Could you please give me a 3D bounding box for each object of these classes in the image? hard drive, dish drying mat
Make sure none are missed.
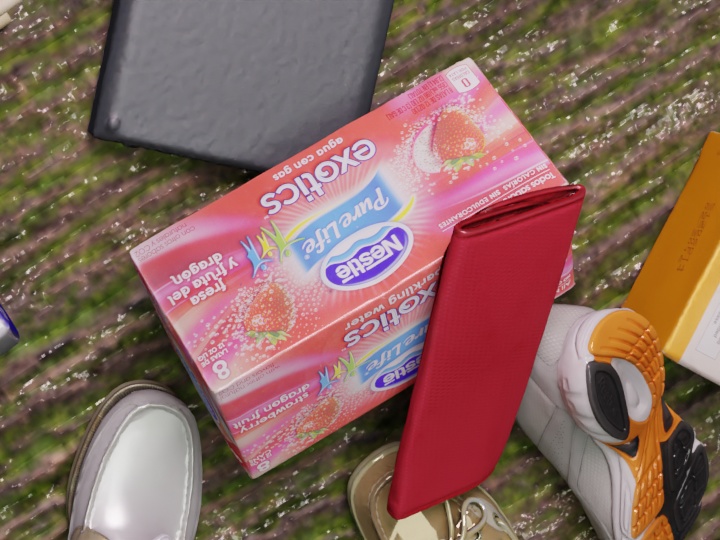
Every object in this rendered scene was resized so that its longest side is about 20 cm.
[{"bbox_3d":[-0.049,-0.152,0.914,0.138,0.033,0.202,11,97,-18],"label":"hard drive"},{"bbox_3d":[0.057,0.043,0.897,0.076,0.018,0.201,-18,139,-28],"label":"dish drying mat"}]

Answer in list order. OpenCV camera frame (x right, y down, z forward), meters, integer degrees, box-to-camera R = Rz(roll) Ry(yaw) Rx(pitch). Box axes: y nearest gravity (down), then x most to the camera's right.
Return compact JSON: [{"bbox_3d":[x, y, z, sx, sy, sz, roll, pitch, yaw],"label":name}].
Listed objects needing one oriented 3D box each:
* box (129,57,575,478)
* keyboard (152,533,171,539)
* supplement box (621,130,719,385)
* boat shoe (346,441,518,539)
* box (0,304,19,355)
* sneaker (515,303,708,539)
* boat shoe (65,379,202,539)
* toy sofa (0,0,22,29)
[{"bbox_3d":[0.000,0.000,0.904,0.199,0.095,0.103,-30,150,-9],"label":"box"},{"bbox_3d":[-0.088,0.227,0.929,0.056,0.011,0.202,-29,119,-19],"label":"keyboard"},{"bbox_3d":[0.258,0.024,1.013,0.199,0.073,0.127,27,91,-19],"label":"supplement box"},{"bbox_3d":[0.068,0.178,0.992,0.073,0.063,0.202,-36,108,-7],"label":"boat shoe"},{"bbox_3d":[-0.283,0.001,0.813,0.183,0.105,0.201,-35,92,-7],"label":"box"},{"bbox_3d":[0.127,0.087,0.995,0.076,0.091,0.201,-45,133,-28],"label":"sneaker"},{"bbox_3d":[-0.120,0.160,0.933,0.074,0.068,0.202,9,97,-17],"label":"boat shoe"},{"bbox_3d":[-0.191,-0.105,0.795,0.083,0.200,0.098,-36,101,-7],"label":"toy sofa"}]
